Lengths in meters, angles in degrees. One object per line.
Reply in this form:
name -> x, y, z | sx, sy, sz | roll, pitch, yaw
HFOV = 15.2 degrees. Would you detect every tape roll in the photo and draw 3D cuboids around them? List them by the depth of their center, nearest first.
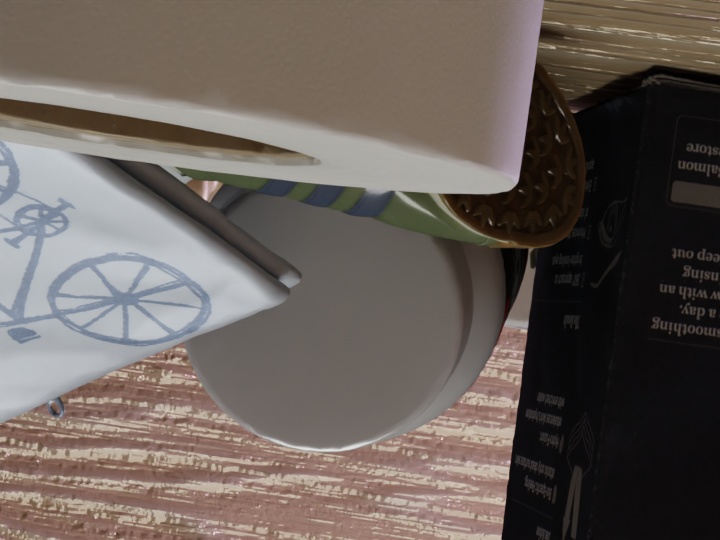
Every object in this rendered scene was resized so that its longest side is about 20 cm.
tape roll -> -0.057, -0.067, 0.639 | 0.202, 0.071, 0.202 | 9, 179, 0

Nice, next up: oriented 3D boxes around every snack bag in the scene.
snack bag -> -0.151, -0.003, 0.857 | 0.200, 0.021, 0.189 | -24, 139, 30

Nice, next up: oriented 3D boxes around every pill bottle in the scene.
pill bottle -> 0.000, 0.000, 0.999 | 0.114, 0.114, 0.200 | 8, -170, 6

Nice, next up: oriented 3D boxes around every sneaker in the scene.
sneaker -> -0.017, -0.054, 0.842 | 0.090, 0.067, 0.200 | 0, 166, 37

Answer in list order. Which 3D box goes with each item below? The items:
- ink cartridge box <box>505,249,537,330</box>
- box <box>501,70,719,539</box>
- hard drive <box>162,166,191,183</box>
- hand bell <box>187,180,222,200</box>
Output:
ink cartridge box -> 0.152, 0.000, 1.514 | 0.200, 0.084, 0.146 | 7, 178, 27
box -> 0.132, 0.039, 1.026 | 0.117, 0.200, 0.197 | 8, 179, -5
hard drive -> -0.118, -0.063, 0.870 | 0.200, 0.026, 0.132 | 11, 148, -45
hand bell -> -0.052, -0.051, 1.289 | 0.200, 0.104, 0.104 | -5, -176, -25
